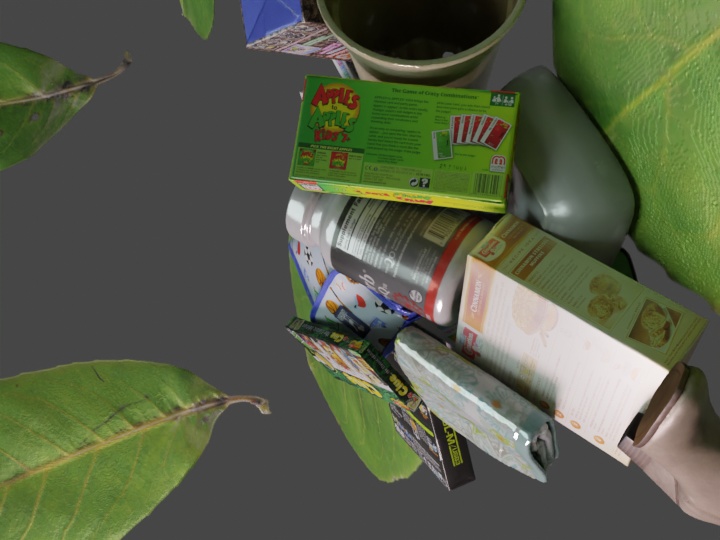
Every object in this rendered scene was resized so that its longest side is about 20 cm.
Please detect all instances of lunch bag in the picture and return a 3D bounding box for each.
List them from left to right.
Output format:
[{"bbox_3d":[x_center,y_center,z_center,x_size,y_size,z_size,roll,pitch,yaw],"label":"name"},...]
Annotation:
[{"bbox_3d":[0.000,0.000,1.026,0.201,0.123,0.170,67,155,20],"label":"lunch bag"}]

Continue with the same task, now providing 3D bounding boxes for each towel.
[{"bbox_3d":[0.124,0.146,0.893,0.171,0.048,0.200,31,166,26],"label":"towel"}]

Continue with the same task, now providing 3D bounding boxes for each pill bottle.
[{"bbox_3d":[0.031,-0.035,0.874,0.199,0.116,0.116,27,146,22],"label":"pill bottle"}]

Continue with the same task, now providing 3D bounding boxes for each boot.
[{"bbox_3d":[0.282,0.147,0.651,0.146,0.070,0.200,31,163,16],"label":"boot"}]

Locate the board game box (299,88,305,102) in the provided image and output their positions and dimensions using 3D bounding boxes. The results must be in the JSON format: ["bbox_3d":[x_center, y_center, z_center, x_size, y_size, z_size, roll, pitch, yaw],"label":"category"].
[{"bbox_3d":[0.010,-0.159,1.071,0.200,0.035,0.127,26,144,46],"label":"board game box"}]

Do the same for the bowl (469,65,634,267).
[{"bbox_3d":[0.172,-0.074,0.848,0.200,0.074,0.200,99,150,-56],"label":"bowl"}]

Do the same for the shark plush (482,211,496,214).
[{"bbox_3d":[0.082,-0.094,0.889,0.083,0.091,0.200,44,165,-16],"label":"shark plush"}]

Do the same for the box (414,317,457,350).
[{"bbox_3d":[0.147,0.102,1.092,0.200,0.112,0.102,-151,41,-71],"label":"box"}]

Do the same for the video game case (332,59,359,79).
[{"bbox_3d":[-0.008,-0.287,1.110,0.200,0.018,0.143,58,-154,-25],"label":"video game case"}]

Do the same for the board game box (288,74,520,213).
[{"bbox_3d":[0.042,-0.117,0.788,0.048,0.199,0.102,33,-114,-76],"label":"board game box"}]

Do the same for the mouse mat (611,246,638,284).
[{"bbox_3d":[0.252,0.067,0.875,0.161,0.007,0.201,-165,59,-73],"label":"mouse mat"}]

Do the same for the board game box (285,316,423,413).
[{"bbox_3d":[-0.013,0.108,1.010,0.105,0.023,0.200,46,164,-23],"label":"board game box"}]

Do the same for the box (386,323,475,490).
[{"bbox_3d":[0.075,0.161,1.128,0.200,0.047,0.194,-146,41,-68],"label":"box"}]

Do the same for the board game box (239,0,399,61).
[{"bbox_3d":[-0.036,-0.333,0.964,0.097,0.199,0.160,-7,91,42],"label":"board game box"}]

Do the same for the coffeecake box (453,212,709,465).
[{"bbox_3d":[0.191,0.063,0.786,0.200,0.073,0.154,32,146,24],"label":"coffeecake box"}]

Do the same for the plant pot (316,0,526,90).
[{"bbox_3d":[0.066,-0.237,0.870,0.184,0.200,0.201,75,171,-66],"label":"plant pot"}]
